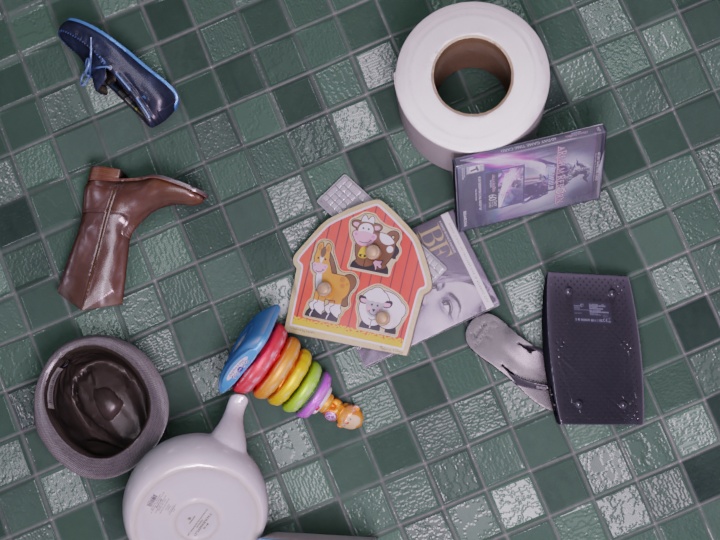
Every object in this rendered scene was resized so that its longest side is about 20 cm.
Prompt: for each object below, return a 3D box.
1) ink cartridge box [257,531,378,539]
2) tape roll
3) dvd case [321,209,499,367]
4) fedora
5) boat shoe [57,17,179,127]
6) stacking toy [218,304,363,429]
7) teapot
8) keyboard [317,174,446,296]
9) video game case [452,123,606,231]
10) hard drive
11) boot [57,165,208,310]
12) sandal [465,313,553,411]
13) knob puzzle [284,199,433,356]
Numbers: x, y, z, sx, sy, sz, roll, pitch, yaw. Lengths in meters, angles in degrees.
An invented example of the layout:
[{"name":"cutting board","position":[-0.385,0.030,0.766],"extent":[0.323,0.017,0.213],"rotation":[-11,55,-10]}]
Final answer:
[{"name":"ink cartridge box","position":[-0.057,0.441,1.616],"extent":[0.146,0.146,0.200],"rotation":[3,82,4]},{"name":"tape roll","position":[0.148,-0.240,1.695],"extent":[0.202,0.139,0.203],"rotation":[0,83,4]},{"name":"dvd case","position":[0.067,0.024,1.718],"extent":[0.200,0.016,0.149],"rotation":[-25,73,1]},{"name":"fedora","position":[-0.338,0.184,1.700],"extent":[0.200,0.090,0.177],"rotation":[41,85,16]},{"name":"boat shoe","position":[-0.346,-0.275,1.765],"extent":[0.200,0.084,0.069],"rotation":[35,75,10]},{"name":"stacking toy","position":[-0.080,0.153,1.688],"extent":[0.200,0.110,0.116],"rotation":[36,118,-10]},{"name":"teapot","position":[-0.215,0.288,1.640],"extent":[0.200,0.146,0.198],"rotation":[-16,113,-5]},{"name":"keyboard","position":[0.028,-0.049,1.729],"extent":[0.056,0.011,0.200],"rotation":[-46,73,-2]},{"name":"video game case","position":[0.220,-0.120,1.667],"extent":[0.200,0.143,0.019],"rotation":[-13,56,-2]},{"name":"hard drive","position":[0.299,0.104,1.658],"extent":[0.135,0.042,0.200],"rotation":[3,74,-19]},{"name":"boot","position":[-0.312,-0.032,1.740],"extent":[0.186,0.064,0.200],"rotation":[9,80,19]},{"name":"sandal","position":[0.226,0.128,1.687],"extent":[0.200,0.043,0.076],"rotation":[29,86,8]},{"name":"knob puzzle","position":[0.000,0.000,1.704],"extent":[0.219,0.030,0.220],"rotation":[-3,79,14]}]
